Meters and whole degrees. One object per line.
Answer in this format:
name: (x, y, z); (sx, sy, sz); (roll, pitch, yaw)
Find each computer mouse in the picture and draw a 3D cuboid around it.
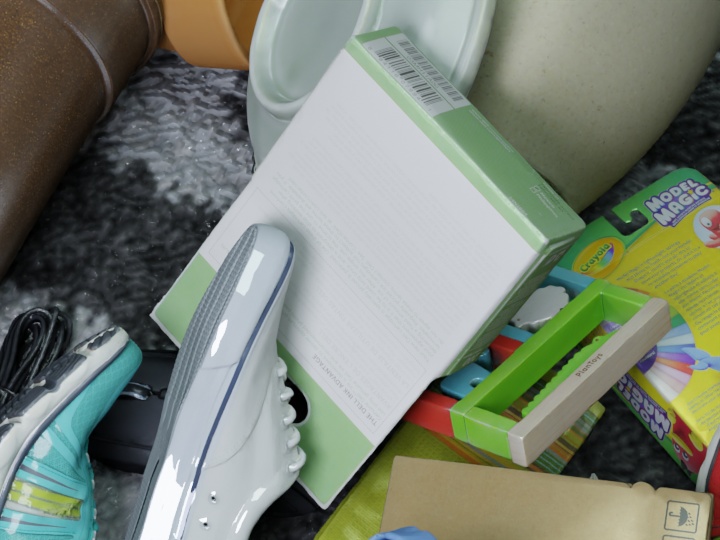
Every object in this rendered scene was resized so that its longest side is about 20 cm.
computer mouse: (-0.113, 0.094, 1.306); (0.199, 0.046, 0.141); (21, 57, 8)

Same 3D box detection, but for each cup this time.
cup: (0.090, -0.108, 1.385); (0.199, 0.200, 0.144); (18, 69, 6)

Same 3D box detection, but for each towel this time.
towel: (0.044, 0.119, 1.322); (0.086, 0.018, 0.200); (31, 59, 15)

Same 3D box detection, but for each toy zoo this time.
toy zoo: (0.047, 0.031, 1.336); (0.199, 0.021, 0.131); (18, 43, 37)

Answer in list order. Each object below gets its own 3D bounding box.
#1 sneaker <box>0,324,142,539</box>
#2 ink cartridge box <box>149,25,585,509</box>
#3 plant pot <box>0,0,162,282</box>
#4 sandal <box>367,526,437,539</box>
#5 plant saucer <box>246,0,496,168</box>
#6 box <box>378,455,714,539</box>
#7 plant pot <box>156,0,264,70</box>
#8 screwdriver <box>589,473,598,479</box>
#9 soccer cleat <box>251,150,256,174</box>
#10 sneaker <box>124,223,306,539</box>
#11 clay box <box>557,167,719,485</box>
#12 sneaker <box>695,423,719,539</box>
sneaker: (-0.163, 0.119, 1.254); (0.079, 0.077, 0.201); (32, 81, -12)
ink cartridge box: (0.000, 0.000, 1.262); (0.146, 0.200, 0.048); (47, 32, 15)
plant pot: (-0.234, -0.084, 1.337); (0.199, 0.201, 0.199); (19, 65, 7)
sandal: (-0.019, 0.178, 1.162); (0.199, 0.087, 0.080); (-34, 59, -5)
plant saucer: (-0.009, -0.125, 1.330); (0.050, 0.200, 0.201); (22, 49, -32)
box: (0.077, 0.189, 1.202); (0.162, 0.021, 0.201); (6, 61, 11)
plant pot: (-0.122, -0.215, 1.436); (0.139, 0.200, 0.201); (1, 54, 15)
screwdriver: (0.127, 0.190, 1.272); (0.028, 0.029, 0.201); (1, 61, -5)
soccer cleat: (0.000, -0.036, 1.378); (0.073, 0.068, 0.200); (19, 17, -32)
sneaker: (-0.061, 0.076, 1.256); (0.070, 0.201, 0.073); (17, 11, -14)
clay box: (0.198, 0.044, 1.368); (0.115, 0.048, 0.200); (-30, 63, -20)
sneaker: (0.200, 0.150, 1.243); (0.077, 0.085, 0.201); (15, 79, -1)
